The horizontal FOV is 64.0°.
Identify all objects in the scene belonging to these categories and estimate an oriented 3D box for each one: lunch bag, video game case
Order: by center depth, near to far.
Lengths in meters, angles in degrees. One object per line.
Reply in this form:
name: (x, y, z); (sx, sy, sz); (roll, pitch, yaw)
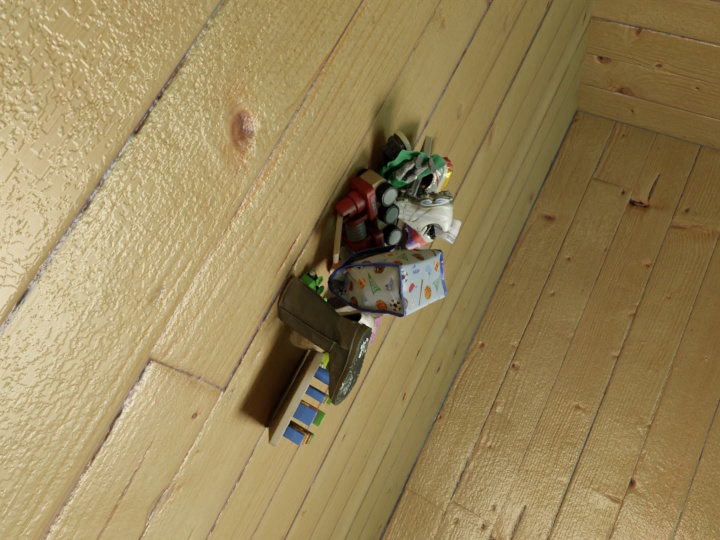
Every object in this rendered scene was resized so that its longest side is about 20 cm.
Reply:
lunch bag: (0.052, 0.014, 1.187); (0.168, 0.197, 0.127); (-15, 102, -48)
video game case: (0.129, -0.210, 1.409); (0.144, 0.018, 0.203); (-76, -175, -55)

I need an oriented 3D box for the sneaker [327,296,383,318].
sneaker: (0.012, 0.087, 1.317); (0.071, 0.195, 0.077); (-86, 163, -51)

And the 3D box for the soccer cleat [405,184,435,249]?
soccer cleat: (0.138, -0.134, 1.413); (0.068, 0.072, 0.203); (41, 33, -32)

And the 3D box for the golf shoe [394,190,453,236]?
golf shoe: (0.116, -0.124, 1.305); (0.078, 0.196, 0.100); (-24, 111, -53)

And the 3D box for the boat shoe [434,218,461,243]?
boat shoe: (0.182, -0.138, 1.482); (0.070, 0.199, 0.071); (27, 96, -40)

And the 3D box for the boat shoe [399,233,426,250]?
boat shoe: (0.133, -0.037, 1.431); (0.075, 0.061, 0.203); (46, 27, -37)

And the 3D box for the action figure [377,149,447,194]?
action figure: (0.082, -0.199, 1.252); (0.116, 0.199, 0.056); (13, 71, -29)

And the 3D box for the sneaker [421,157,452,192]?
sneaker: (0.178, -0.219, 1.574); (0.080, 0.078, 0.203); (-5, 130, -28)

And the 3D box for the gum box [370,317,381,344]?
gum box: (-0.010, 0.135, 1.460); (0.199, 0.065, 0.116); (-10, 119, -65)

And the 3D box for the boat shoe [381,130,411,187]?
boat shoe: (0.076, -0.236, 1.311); (0.066, 0.075, 0.200); (-36, 166, -9)

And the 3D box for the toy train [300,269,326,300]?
toy train: (-0.100, 0.078, 1.237); (0.056, 0.041, 0.202); (-42, 148, -28)

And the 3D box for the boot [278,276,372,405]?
boot: (-0.084, 0.135, 1.113); (0.072, 0.197, 0.186); (-1, 114, -66)

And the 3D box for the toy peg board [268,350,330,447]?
toy peg board: (-0.106, 0.283, 1.227); (0.203, 0.096, 0.199); (-62, -175, -11)

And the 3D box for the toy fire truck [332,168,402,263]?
toy fire truck: (-0.007, -0.086, 1.222); (0.198, 0.128, 0.178); (-35, 141, -21)

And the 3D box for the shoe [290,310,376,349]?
shoe: (-0.065, 0.115, 1.172); (0.053, 0.196, 0.072); (31, 49, -58)

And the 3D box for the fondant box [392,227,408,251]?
fondant box: (0.080, -0.002, 1.467); (0.144, 0.057, 0.206); (-18, 108, -62)

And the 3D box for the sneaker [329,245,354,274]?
sneaker: (0.000, 0.000, 1.323); (0.077, 0.090, 0.199); (-68, 158, 1)

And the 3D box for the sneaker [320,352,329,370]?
sneaker: (-0.040, 0.238, 1.470); (0.199, 0.080, 0.075); (-27, 136, -58)
